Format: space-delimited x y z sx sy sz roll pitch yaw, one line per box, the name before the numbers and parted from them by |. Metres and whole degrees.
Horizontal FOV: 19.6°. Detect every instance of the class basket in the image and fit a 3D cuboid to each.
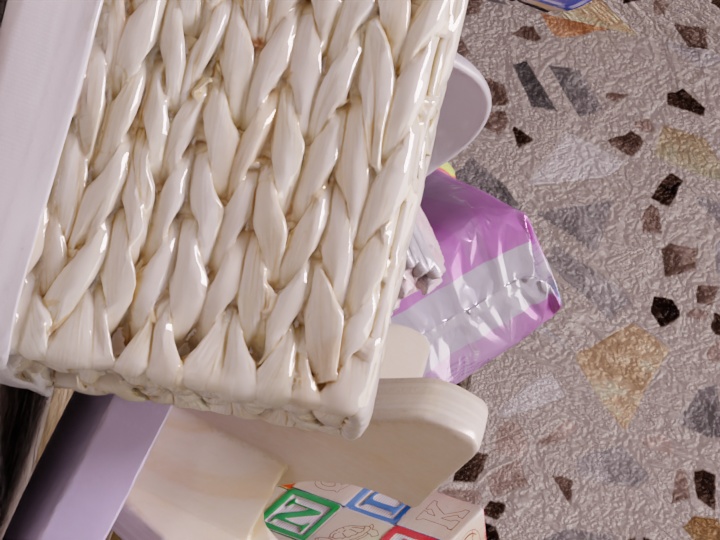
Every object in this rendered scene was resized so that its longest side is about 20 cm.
basket | -0.036 -0.054 0.613 0.136 0.122 0.201 97 5 -83

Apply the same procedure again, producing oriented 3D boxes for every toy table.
toy table | -0.048 0.073 0.744 0.184 0.117 0.201 -43 -159 58

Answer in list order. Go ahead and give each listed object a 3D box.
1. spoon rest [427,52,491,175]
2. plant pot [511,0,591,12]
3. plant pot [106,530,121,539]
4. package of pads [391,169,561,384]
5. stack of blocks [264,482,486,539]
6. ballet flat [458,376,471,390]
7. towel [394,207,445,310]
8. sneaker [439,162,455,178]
spoon rest | -0.019 -0.047 0.957 0.200 0.099 0.061 -36 -128 46
plant pot | 0.049 -0.226 0.939 0.200 0.199 0.181 -114 -137 -79
plant pot | -0.134 0.189 0.937 0.200 0.027 0.201 13 90 -88
package of pads | 0.000 0.000 1.051 0.200 0.120 0.076 32 -33 60
stack of blocks | -0.046 0.160 0.875 0.200 0.115 0.059 -39 133 -43
ballet flat | 0.025 -0.004 1.208 0.067 0.046 0.201 -42 124 -43
towel | -0.018 -0.081 0.784 0.191 0.032 0.201 -50 116 -88
sneaker | 0.010 -0.017 1.273 0.078 0.090 0.201 -43 -160 50
